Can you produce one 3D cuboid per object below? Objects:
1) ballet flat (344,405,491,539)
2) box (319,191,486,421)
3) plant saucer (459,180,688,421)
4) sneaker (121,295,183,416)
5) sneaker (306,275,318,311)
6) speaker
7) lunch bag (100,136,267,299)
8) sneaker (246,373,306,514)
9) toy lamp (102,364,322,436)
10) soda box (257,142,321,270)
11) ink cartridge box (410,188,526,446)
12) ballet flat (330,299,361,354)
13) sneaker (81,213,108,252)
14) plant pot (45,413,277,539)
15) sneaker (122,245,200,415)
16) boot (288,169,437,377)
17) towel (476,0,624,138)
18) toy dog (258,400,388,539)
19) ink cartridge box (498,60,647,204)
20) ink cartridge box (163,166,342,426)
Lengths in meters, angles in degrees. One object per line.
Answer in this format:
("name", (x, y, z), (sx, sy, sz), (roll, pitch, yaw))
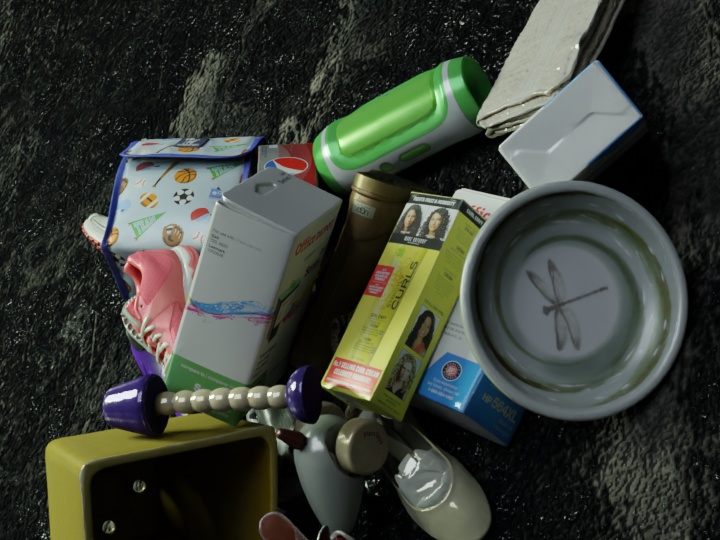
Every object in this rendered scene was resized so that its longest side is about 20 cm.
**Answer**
("ballet flat", (0.045, 0.175, 1.208), (0.070, 0.069, 0.200), (-49, 40, 2))
("box", (0.041, 0.030, 1.200), (0.075, 0.050, 0.202), (13, 72, 47))
("plant saucer", (0.178, 0.026, 1.134), (0.201, 0.199, 0.050), (-59, 3, -9))
("sneaker", (-0.194, 0.123, 1.474), (0.069, 0.100, 0.201), (-26, 64, -23))
("sneaker", (-0.109, 0.038, 1.458), (0.129, 0.080, 0.199), (-31, -7, -29))
("speaker", (0.046, -0.154, 1.437), (0.199, 0.088, 0.089), (-25, 46, 29))
("lunch bag", (-0.198, -0.080, 1.552), (0.168, 0.125, 0.202), (0, 51, 8))
("sneaker", (-0.070, 0.151, 1.341), (0.090, 0.067, 0.202), (-26, 46, 18))
("toy lamp", (-0.135, 0.117, 1.183), (0.198, 0.058, 0.059), (-5, 56, 20))
("soda box", (-0.078, -0.071, 1.448), (0.069, 0.064, 0.201), (-2, 29, -2))
("ink cartridge box", (0.112, 0.039, 1.230), (0.145, 0.084, 0.201), (19, 75, 49))
("ballet flat", (0.027, 0.016, 1.304), (0.046, 0.068, 0.200), (25, 52, 15))
("sneaker", (-0.271, -0.040, 1.672), (0.199, 0.078, 0.083), (18, 70, 39))
("plant pot", (-0.207, 0.235, 1.269), (0.199, 0.192, 0.198), (14, 108, 56))
("sneaker", (-0.206, 0.063, 1.395), (0.074, 0.086, 0.202), (-56, 39, 46))
("boot", (0.000, 0.000, 1.361), (0.066, 0.175, 0.202), (23, 100, 21))
("towel", (0.196, -0.226, 1.347), (0.132, 0.034, 0.201), (-16, 40, 53))
("toy dog", (-0.041, 0.211, 1.188), (0.131, 0.095, 0.203), (-27, 63, 50))
("ink cartridge box", (0.202, -0.120, 1.229), (0.116, 0.200, 0.067), (-42, 82, 12))
("ink cartridge box", (-0.101, 0.021, 1.254), (0.145, 0.083, 0.202), (-45, -24, -67))
